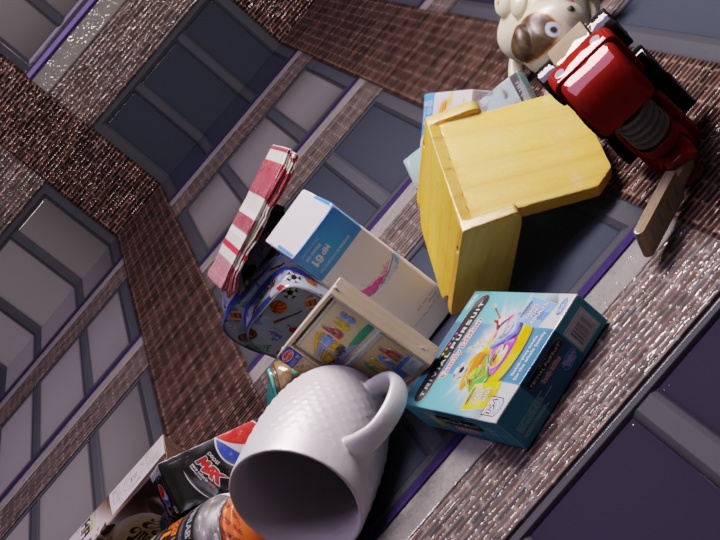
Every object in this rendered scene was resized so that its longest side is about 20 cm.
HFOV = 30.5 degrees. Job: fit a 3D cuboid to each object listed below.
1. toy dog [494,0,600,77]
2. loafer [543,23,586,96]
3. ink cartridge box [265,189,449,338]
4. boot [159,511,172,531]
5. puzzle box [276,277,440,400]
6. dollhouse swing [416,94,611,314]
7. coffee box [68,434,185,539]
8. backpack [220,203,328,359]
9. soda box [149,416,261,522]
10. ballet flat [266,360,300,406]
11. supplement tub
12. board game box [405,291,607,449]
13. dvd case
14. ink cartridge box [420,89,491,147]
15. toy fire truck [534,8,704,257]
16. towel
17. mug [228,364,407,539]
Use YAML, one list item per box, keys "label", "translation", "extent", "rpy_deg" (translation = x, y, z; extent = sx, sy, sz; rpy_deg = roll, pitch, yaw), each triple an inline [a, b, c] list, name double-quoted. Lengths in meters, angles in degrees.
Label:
- label: "toy dog"
  translation: [0.241, -0.324, 1.749]
  extent: [0.194, 0.139, 0.200]
  rpy_deg: [-58, 16, 18]
- label: "loafer"
  translation: [0.252, -0.217, 1.630]
  extent: [0.200, 0.063, 0.072]
  rpy_deg: [-57, 20, -19]
- label: "ink cartridge box"
  translation: [0.000, 0.000, 1.586]
  extent: [0.085, 0.200, 0.145]
  rpy_deg: [-55, 19, -1]
- label: "boot"
  translation: [-0.175, 0.289, 1.624]
  extent: [0.132, 0.070, 0.200]
  rpy_deg: [-21, -37, -28]
- label: "puzzle box"
  translation: [-0.007, 0.091, 1.455]
  extent: [0.025, 0.133, 0.200]
  rpy_deg: [-56, 2, -31]
- label: "dollhouse swing"
  translation: [0.173, -0.082, 1.513]
  extent: [0.200, 0.176, 0.182]
  rpy_deg: [-105, 14, -45]
- label: "coffee box"
  translation: [-0.277, 0.330, 1.718]
  extent: [0.200, 0.113, 0.080]
  rpy_deg: [-49, 19, 5]
- label: "backpack"
  translation: [-0.092, 0.037, 1.771]
  extent: [0.190, 0.200, 0.154]
  rpy_deg: [-40, 35, 36]
- label: "soda box"
  translation: [-0.138, 0.217, 1.526]
  extent: [0.200, 0.063, 0.071]
  rpy_deg: [-23, -12, -24]
- label: "ballet flat"
  translation: [-0.079, 0.152, 1.649]
  extent: [0.072, 0.068, 0.200]
  rpy_deg: [-13, -20, -9]
- label: "supplement tub"
  translation: [-0.167, 0.327, 1.466]
  extent: [0.200, 0.122, 0.123]
  rpy_deg: [-38, 23, 32]
- label: "board game box"
  translation: [0.140, 0.094, 1.329]
  extent: [0.151, 0.047, 0.200]
  rpy_deg: [-55, 20, -15]
- label: "dvd case"
  translation: [0.152, -0.128, 1.611]
  extent: [0.200, 0.022, 0.146]
  rpy_deg: [-35, 68, 33]
- label: "ink cartridge box"
  translation: [0.145, -0.173, 1.705]
  extent: [0.200, 0.068, 0.115]
  rpy_deg: [-167, 81, -70]
- label: "toy fire truck"
  translation: [0.268, -0.131, 1.296]
  extent: [0.129, 0.176, 0.200]
  rpy_deg: [-43, 35, 17]
- label: "towel"
  translation: [-0.141, -0.069, 1.722]
  extent: [0.200, 0.023, 0.144]
  rpy_deg: [-63, 16, 1]
- label: "mug"
  translation: [-0.025, 0.177, 1.395]
  extent: [0.200, 0.148, 0.175]
  rpy_deg: [-37, 16, 35]
